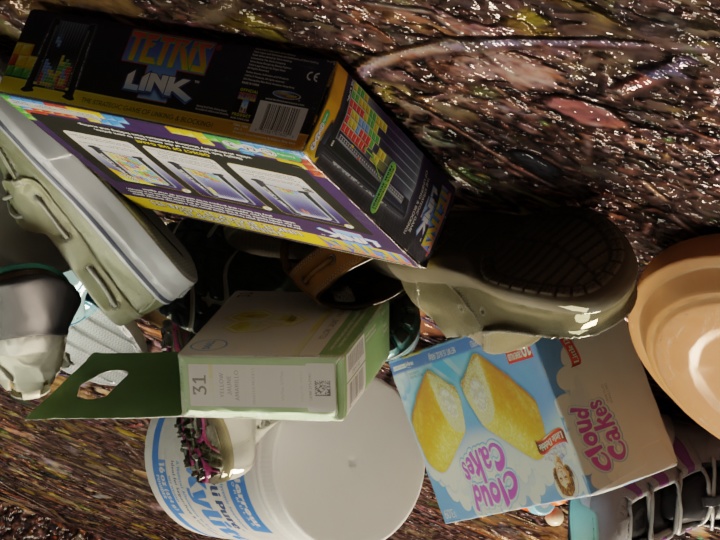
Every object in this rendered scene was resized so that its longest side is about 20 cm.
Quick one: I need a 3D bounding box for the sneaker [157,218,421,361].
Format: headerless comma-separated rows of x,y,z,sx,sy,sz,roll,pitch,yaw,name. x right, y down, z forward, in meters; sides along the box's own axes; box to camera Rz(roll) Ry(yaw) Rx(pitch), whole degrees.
-0.053,0.025,1.652,0.200,0.078,0.086,17,169,15,sneaker

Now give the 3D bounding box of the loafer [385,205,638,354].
0.092,0.009,1.368,0.200,0.076,0.068,14,139,60,loafer

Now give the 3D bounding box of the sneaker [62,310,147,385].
-0.230,0.005,1.816,0.073,0.071,0.200,-34,119,24,sneaker

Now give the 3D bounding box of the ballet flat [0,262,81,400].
-0.205,0.044,1.530,0.073,0.073,0.200,22,168,-5,ballet flat

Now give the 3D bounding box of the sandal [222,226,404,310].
0.000,0.000,1.523,0.200,0.055,0.082,15,164,22,sandal

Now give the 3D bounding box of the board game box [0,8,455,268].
-0.070,-0.072,1.357,0.200,0.057,0.165,13,166,29,board game box

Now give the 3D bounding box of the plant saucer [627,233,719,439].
0.237,0.056,1.338,0.200,0.032,0.200,22,150,14,plant saucer

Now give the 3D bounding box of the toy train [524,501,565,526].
0.129,0.150,1.912,0.150,0.056,0.200,24,168,-19,toy train

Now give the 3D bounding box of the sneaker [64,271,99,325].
-0.227,0.026,1.742,0.082,0.074,0.200,25,130,-24,sneaker

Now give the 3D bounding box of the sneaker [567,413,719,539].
0.217,0.146,1.628,0.140,0.078,0.200,6,-158,18,sneaker

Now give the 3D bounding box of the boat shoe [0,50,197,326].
-0.177,-0.045,1.465,0.200,0.062,0.072,50,-172,-21,boat shoe

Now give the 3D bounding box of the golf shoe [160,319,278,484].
-0.082,0.079,1.651,0.092,0.073,0.200,-4,-158,-7,golf shoe

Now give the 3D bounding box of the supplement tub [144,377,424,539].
-0.059,0.135,1.807,0.132,0.132,0.200,28,164,-27,supplement tub

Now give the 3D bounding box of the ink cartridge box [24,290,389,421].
-0.092,0.052,1.533,0.200,0.048,0.146,2,-165,12,ink cartridge box

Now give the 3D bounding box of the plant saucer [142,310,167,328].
-0.082,0.031,1.791,0.200,0.035,0.200,20,165,5,plant saucer

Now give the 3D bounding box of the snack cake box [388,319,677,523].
0.102,0.086,1.534,0.067,0.115,0.200,-17,177,-26,snack cake box

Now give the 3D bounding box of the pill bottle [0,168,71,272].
-0.240,-0.040,1.589,0.113,0.113,0.200,28,165,-27,pill bottle
